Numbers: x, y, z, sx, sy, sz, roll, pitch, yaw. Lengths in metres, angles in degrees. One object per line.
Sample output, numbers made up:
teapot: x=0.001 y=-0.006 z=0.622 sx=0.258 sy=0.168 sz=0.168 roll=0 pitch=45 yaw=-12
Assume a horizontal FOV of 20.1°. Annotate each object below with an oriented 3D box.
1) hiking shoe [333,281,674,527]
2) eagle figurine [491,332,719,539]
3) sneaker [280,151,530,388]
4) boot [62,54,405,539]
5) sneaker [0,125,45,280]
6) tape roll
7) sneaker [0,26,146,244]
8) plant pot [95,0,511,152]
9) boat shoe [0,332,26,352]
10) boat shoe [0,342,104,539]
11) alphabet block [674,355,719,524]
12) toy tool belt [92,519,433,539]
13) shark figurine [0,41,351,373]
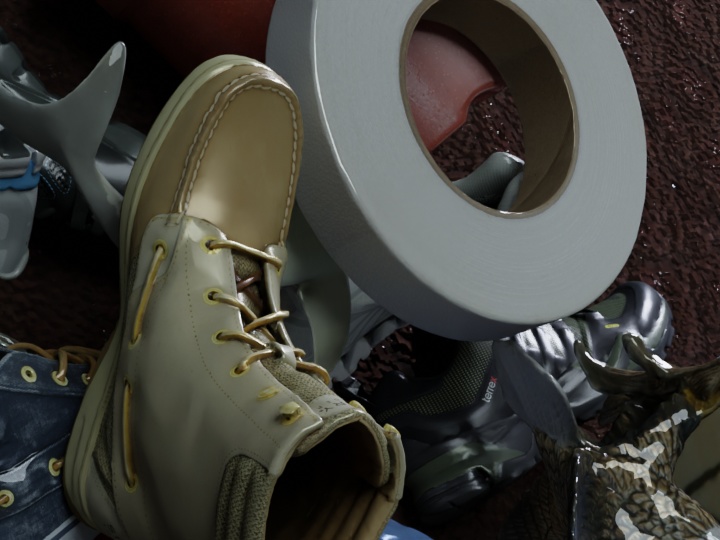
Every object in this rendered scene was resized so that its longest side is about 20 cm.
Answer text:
hiking shoe: x=0.079 y=0.040 z=1.023 sx=0.200 sy=0.076 sz=0.101 roll=-34 pitch=86 yaw=-40
eagle figurine: x=0.118 y=0.133 z=0.903 sx=0.152 sy=0.150 sz=0.201 roll=41 pitch=63 yaw=-45
sneaker: x=0.000 y=0.000 z=0.963 sx=0.199 sy=0.081 sz=0.075 roll=-22 pitch=54 yaw=-12
boot: x=-0.038 y=0.026 z=0.766 sx=0.073 sy=0.155 sz=0.201 roll=16 pitch=93 yaw=-36
sneaker: x=-0.234 y=-0.019 z=0.870 sx=0.199 sy=0.087 sz=0.075 roll=0 pitch=27 yaw=-10
tape roll: x=0.047 y=-0.070 z=0.902 sx=0.202 sy=0.037 sz=0.204 roll=14 pitch=68 yaw=-36
sneaker: x=-0.151 y=-0.044 z=0.949 sx=0.200 sy=0.073 sz=0.082 roll=36 pitch=71 yaw=-6
plant pot: x=-0.022 y=-0.144 z=1.010 sx=0.195 sy=0.201 sz=0.201 roll=50 pitch=48 yaw=-7
boat shoe: x=-0.225 y=0.043 z=0.840 sx=0.201 sy=0.060 sz=0.072 roll=1 pitch=62 yaw=-31
boat shoe: x=-0.123 y=0.055 z=0.852 sx=0.200 sy=0.071 sz=0.091 roll=-46 pitch=127 yaw=-36
alphabet block: x=0.291 y=0.123 z=1.029 sx=0.195 sy=0.195 sz=0.201 roll=-2 pitch=64 yaw=-31
toy tool belt: x=-0.026 y=0.133 z=0.869 sx=0.199 sy=0.123 sz=0.125 roll=28 pitch=51 yaw=-14
shark figurine: x=-0.076 y=-0.023 z=0.881 sx=0.214 sy=0.089 sz=0.129 roll=7 pitch=90 yaw=-43
